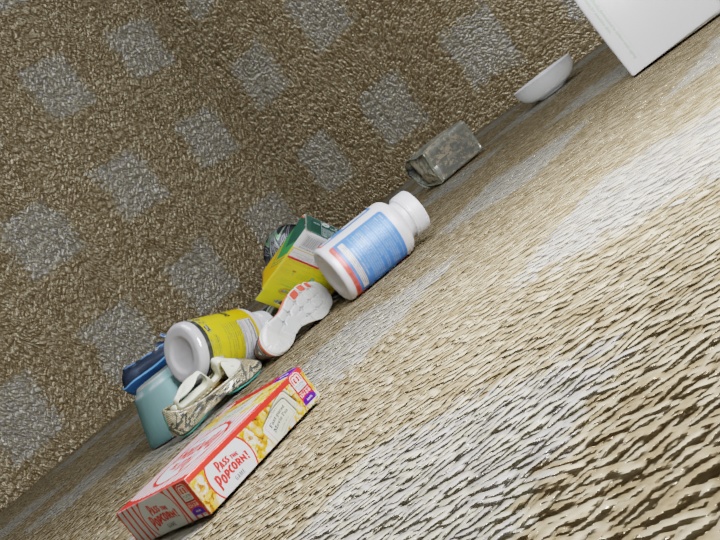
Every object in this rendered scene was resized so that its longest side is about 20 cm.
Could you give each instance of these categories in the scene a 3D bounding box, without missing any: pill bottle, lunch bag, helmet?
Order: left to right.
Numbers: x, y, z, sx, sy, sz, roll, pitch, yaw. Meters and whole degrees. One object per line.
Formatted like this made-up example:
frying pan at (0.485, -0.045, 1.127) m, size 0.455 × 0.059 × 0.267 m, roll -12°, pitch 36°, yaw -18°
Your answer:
pill bottle at (-0.247, 0.132, 1.651) m, size 0.200 × 0.113 × 0.112 m, roll -12°, pitch -16°, yaw -49°
helmet at (-0.218, -0.050, 2.924) m, size 0.200 × 0.201 × 0.190 m, roll -35°, pitch -11°, yaw 25°
pill bottle at (0.025, -0.049, 1.607) m, size 0.200 × 0.112 × 0.112 m, roll -39°, pitch 5°, yaw -14°
lunch bag at (0.229, -0.325, 2.599) m, size 0.164 × 0.118 × 0.200 m, roll -40°, pitch 10°, yaw -13°

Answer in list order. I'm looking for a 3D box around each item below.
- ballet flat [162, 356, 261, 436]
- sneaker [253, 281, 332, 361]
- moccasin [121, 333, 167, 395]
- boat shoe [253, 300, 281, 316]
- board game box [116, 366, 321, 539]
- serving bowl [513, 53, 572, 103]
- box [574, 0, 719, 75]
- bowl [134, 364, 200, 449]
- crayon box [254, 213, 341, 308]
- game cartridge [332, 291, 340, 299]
ballet flat at (-0.252, 0.194, 1.537) m, size 0.200 × 0.076 × 0.068 m, roll -40°, pitch 29°, yaw -29°
sneaker at (-0.131, 0.092, 1.654) m, size 0.200 × 0.077 × 0.082 m, roll -41°, pitch 0°, yaw -42°
moccasin at (-0.386, 0.164, 1.776) m, size 0.199 × 0.068 × 0.081 m, roll -29°, pitch -38°, yaw -1°
boat shoe at (-0.196, 0.116, 1.831) m, size 0.062 × 0.075 × 0.200 m, roll -2°, pitch 31°, yaw 34°
board game box at (-0.150, 0.199, 0.983) m, size 0.151 × 0.046 × 0.200 m, roll -33°, pitch 7°, yaw 42°
serving bowl at (0.557, -0.561, 2.716) m, size 0.200 × 0.066 × 0.200 m, roll -37°, pitch 6°, yaw 4°
box at (0.526, -0.502, 1.686) m, size 0.200 × 0.199 × 0.171 m, roll -37°, pitch 5°, yaw 20°
bowl at (-0.340, 0.228, 1.697) m, size 0.200 × 0.105 × 0.201 m, roll -37°, pitch 5°, yaw 3°
crayon box at (-0.100, -0.002, 1.710) m, size 0.200 × 0.127 × 0.051 m, roll -50°, pitch 29°, yaw 32°
game cartridge at (0.000, 0.000, 1.785) m, size 0.130 × 0.038 × 0.200 m, roll -45°, pitch 8°, yaw -25°
